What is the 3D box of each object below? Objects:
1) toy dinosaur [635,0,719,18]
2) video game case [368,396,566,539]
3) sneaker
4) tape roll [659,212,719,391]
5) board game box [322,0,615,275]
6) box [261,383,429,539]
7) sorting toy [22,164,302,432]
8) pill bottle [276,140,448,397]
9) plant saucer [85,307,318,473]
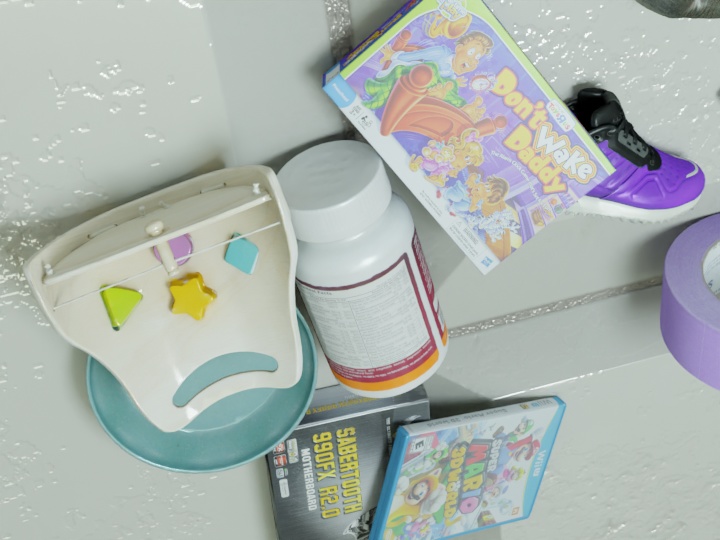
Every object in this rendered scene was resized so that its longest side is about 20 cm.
[{"bbox_3d":[0.236,-0.242,0.972,0.199,0.078,0.102,29,124,-37],"label":"toy dinosaur"},{"bbox_3d":[0.104,0.199,1.225,0.198,0.018,0.145,-6,121,-35],"label":"video game case"},{"bbox_3d":[0.209,-0.100,1.055,0.198,0.070,0.100,1,122,-18],"label":"sneaker"},{"bbox_3d":[0.365,0.027,1.108,0.198,0.201,0.066,-12,128,-8],"label":"tape roll"},{"bbox_3d":[0.084,-0.115,0.983,0.134,0.045,0.200,-39,107,13],"label":"board game box"},{"bbox_3d":[-0.010,0.200,1.217,0.156,0.049,0.202,-10,127,-9],"label":"box"},{"bbox_3d":[-0.131,0.031,0.989,0.198,0.107,0.182,-20,106,-1],"label":"sorting toy"},{"bbox_3d":[0.000,0.000,1.039,0.109,0.110,0.201,-21,127,-1],"label":"pill bottle"},{"bbox_3d":[-0.136,0.082,1.090,0.197,0.036,0.202,-5,117,-10],"label":"plant saucer"}]
